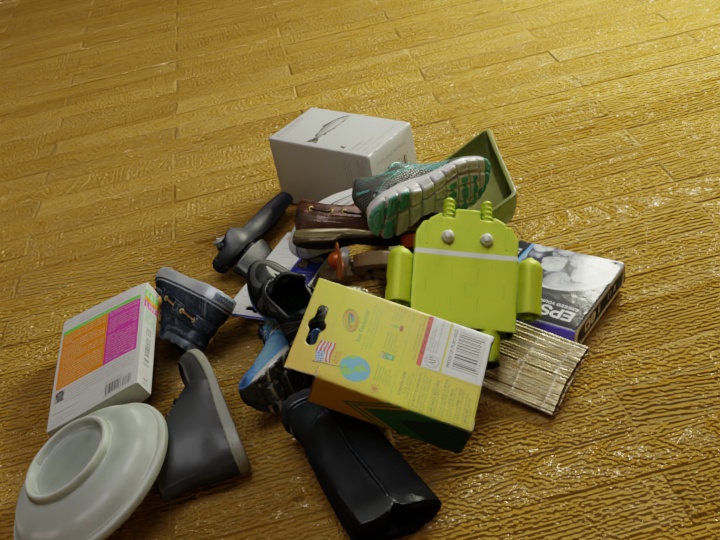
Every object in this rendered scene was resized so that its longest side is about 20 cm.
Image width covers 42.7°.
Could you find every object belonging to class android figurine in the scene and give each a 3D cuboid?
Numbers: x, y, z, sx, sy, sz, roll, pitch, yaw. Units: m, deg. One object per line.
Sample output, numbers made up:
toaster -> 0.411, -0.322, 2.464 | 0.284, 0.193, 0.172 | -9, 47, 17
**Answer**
android figurine -> 0.120, 0.011, 1.063 | 0.180, 0.041, 0.202 | 7, 70, 1

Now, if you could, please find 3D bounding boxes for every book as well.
book -> -0.317, 0.110, 1.151 | 0.133, 0.048, 0.201 | -30, 34, 12

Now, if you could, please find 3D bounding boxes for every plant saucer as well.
plant saucer -> 0.127, -0.080, 1.268 | 0.200, 0.048, 0.200 | -37, 29, 18
plant saucer -> -0.298, 0.211, 0.979 | 0.199, 0.050, 0.201 | -24, 34, 17

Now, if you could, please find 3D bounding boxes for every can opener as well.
can opener -> -0.158, -0.055, 1.382 | 0.063, 0.079, 0.200 | -38, 13, 37

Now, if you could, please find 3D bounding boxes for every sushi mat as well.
sushi mat -> 0.155, 0.093, 1.062 | 0.199, 0.012, 0.096 | 21, 64, 35

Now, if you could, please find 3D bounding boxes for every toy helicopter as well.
toy helicopter -> 0.000, 0.000, 1.171 | 0.131, 0.080, 0.199 | 7, -10, -32

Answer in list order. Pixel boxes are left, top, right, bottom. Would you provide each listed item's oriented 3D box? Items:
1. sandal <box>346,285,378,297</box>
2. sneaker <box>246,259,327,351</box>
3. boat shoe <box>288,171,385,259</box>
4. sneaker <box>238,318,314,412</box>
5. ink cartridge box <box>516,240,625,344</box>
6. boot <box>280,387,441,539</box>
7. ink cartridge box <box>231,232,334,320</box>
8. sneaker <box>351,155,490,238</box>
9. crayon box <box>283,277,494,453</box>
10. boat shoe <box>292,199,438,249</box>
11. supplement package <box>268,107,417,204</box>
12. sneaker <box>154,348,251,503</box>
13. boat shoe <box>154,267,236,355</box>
sandal -> -0.005, 0.050, 1.092 | 0.077, 0.070, 0.212 | -14, 11, 12
sneaker -> -0.081, 0.029, 1.063 | 0.070, 0.083, 0.200 | -18, 29, -17
boat shoe -> -0.004, -0.068, 1.273 | 0.199, 0.072, 0.066 | -27, 42, -22
sneaker -> -0.091, 0.099, 1.113 | 0.089, 0.079, 0.200 | 6, 31, 27
ink cartridge box -> 0.195, 0.038, 1.136 | 0.197, 0.044, 0.200 | 15, 44, 34
boot -> 0.025, 0.180, 0.961 | 0.164, 0.066, 0.200 | -25, 35, -15
ink cartridge box -> -0.100, 0.016, 1.268 | 0.094, 0.037, 0.200 | 6, 35, 24
sneaker -> 0.075, -0.112, 1.161 | 0.199, 0.078, 0.091 | -19, 42, -29
crayon box -> 0.029, 0.096, 0.960 | 0.199, 0.051, 0.127 | 20, 50, 2
boat shoe -> 0.008, -0.068, 1.198 | 0.198, 0.068, 0.072 | -2, -9, 8
supplement package -> -0.025, -0.167, 1.436 | 0.199, 0.118, 0.117 | 15, 43, 35
sneaker -> -0.203, 0.168, 1.043 | 0.106, 0.075, 0.200 | -21, 36, -13
boat shoe -> -0.243, 0.056, 1.225 | 0.200, 0.071, 0.091 | 12, 67, 58
